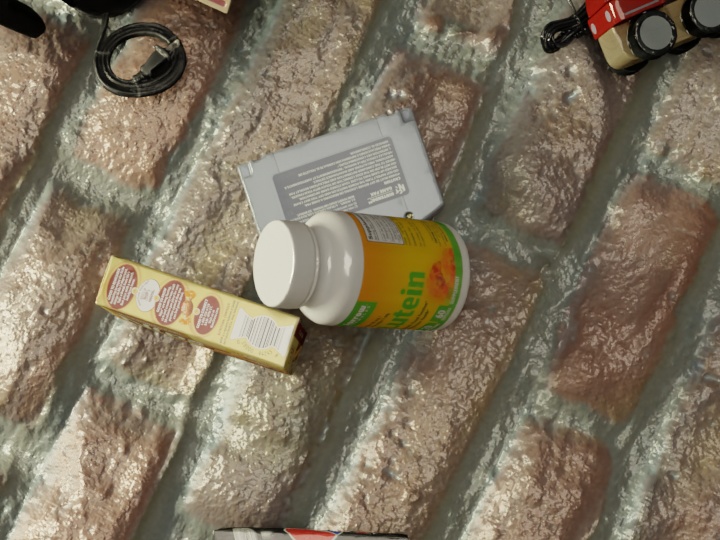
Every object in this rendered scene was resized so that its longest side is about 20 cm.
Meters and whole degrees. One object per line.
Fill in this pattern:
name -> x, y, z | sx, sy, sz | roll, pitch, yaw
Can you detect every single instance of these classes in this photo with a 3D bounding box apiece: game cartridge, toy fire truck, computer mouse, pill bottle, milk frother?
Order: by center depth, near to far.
pill bottle -> 0.000, 0.000, 1.218 | 0.198, 0.111, 0.113 | 4, 79, -33
milk frother -> -0.272, -0.294, 1.269 | 0.198, 0.188, 0.182 | 28, 92, 9
toy fire truck -> 0.314, -0.330, 1.280 | 0.174, 0.129, 0.202 | -23, 89, -8
game cartridge -> -0.018, -0.080, 1.313 | 0.198, 0.042, 0.135 | -18, 85, -2
computer mouse -> 0.205, -0.346, 1.347 | 0.109, 0.044, 0.202 | -26, 82, -3

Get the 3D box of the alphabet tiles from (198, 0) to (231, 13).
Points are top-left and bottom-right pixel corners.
alphabet tiles -> -0.147, -0.354, 1.186 | 0.166, 0.008, 0.201 | 23, 126, 0

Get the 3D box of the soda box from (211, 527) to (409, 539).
soda box -> -0.049, 0.296, 1.240 | 0.197, 0.063, 0.072 | 2, 81, 1

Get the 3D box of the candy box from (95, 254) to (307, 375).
candy box -> -0.157, 0.048, 1.253 | 0.198, 0.115, 0.056 | 19, 81, 4
